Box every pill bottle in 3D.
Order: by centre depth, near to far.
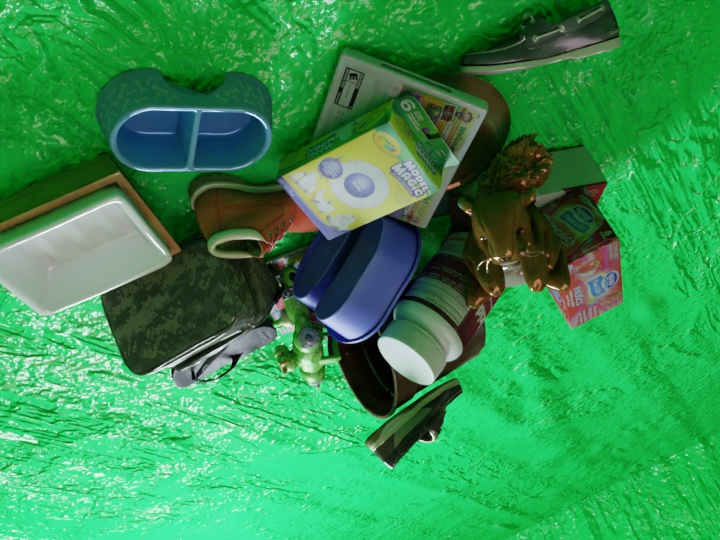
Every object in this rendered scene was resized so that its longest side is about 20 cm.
[{"bbox_3d":[0.118,0.053,1.090,0.201,0.113,0.115,-50,156,-25],"label":"pill bottle"}]

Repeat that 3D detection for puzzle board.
[{"bbox_3d":[-0.077,0.028,1.197,0.148,0.018,0.201,-20,146,-2],"label":"puzzle board"}]

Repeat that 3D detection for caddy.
[{"bbox_3d":[0.000,0.000,1.066,0.104,0.141,0.202,28,96,-41],"label":"caddy"}]

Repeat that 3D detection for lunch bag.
[{"bbox_3d":[-0.217,0.044,1.042,0.197,0.141,0.167,-28,174,14],"label":"lunch bag"}]

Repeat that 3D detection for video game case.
[{"bbox_3d":[0.033,-0.153,0.937,0.179,0.022,0.202,19,135,-7],"label":"video game case"}]

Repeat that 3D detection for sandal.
[{"bbox_3d":[-0.225,0.139,1.247,0.198,0.043,0.076,-30,145,12],"label":"sandal"}]

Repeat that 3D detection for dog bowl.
[{"bbox_3d":[-0.188,-0.159,0.851,0.196,0.050,0.112,-3,142,-24],"label":"dog bowl"}]

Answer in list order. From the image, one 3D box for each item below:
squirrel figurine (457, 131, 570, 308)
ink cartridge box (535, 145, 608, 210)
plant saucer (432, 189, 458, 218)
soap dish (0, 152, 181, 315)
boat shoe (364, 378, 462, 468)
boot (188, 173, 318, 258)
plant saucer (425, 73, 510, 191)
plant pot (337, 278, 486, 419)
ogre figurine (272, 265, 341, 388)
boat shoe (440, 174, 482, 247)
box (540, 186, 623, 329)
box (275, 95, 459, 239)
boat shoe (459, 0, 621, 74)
[{"bbox_3d":[0.178,-0.069,0.960,0.139,0.205,0.187,-4,161,21],"label":"squirrel figurine"},{"bbox_3d":[0.265,-0.080,1.171,0.144,0.084,0.202,-11,144,-16],"label":"ink cartridge box"},{"bbox_3d":[0.113,-0.140,1.067,0.068,0.019,0.202,-13,144,-13],"label":"plant saucer"},{"bbox_3d":[-0.334,-0.041,0.906,0.196,0.082,0.158,-22,146,3],"label":"soap dish"},{"bbox_3d":[0.091,0.232,1.168,0.199,0.067,0.072,-26,167,-40],"label":"boat shoe"},{"bbox_3d":[-0.114,-0.057,0.982,0.196,0.109,0.076,0,140,-30],"label":"boot"},{"bbox_3d":[0.099,-0.159,0.986,0.195,0.036,0.202,-6,144,-4],"label":"plant saucer"},{"bbox_3d":[0.080,0.101,1.229,0.195,0.202,0.202,-21,149,-26],"label":"plant pot"},{"bbox_3d":[-0.085,0.092,1.160,0.096,0.121,0.202,-5,142,-23],"label":"ogre figurine"},{"bbox_3d":[0.166,-0.061,1.153,0.065,0.071,0.202,-50,157,-26],"label":"boat shoe"},{"bbox_3d":[0.317,-0.013,1.127,0.094,0.101,0.201,-26,146,5],"label":"box"},{"bbox_3d":[0.009,-0.120,0.926,0.197,0.049,0.118,-24,126,29],"label":"box"},{"bbox_3d":[0.209,-0.274,0.915,0.195,0.073,0.063,-12,103,-2],"label":"boat shoe"}]
